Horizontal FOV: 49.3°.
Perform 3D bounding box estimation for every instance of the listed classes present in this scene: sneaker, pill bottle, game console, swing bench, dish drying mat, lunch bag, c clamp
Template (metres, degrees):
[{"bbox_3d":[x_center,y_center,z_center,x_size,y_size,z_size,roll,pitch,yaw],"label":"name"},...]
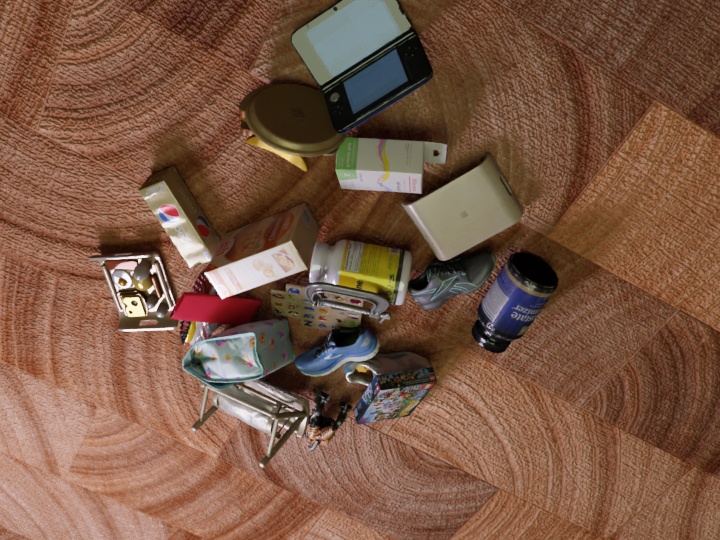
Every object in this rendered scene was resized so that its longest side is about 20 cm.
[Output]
[{"bbox_3d":[-0.062,0.168,1.739,0.199,0.079,0.089,-23,131,15],"label":"sneaker"},{"bbox_3d":[0.062,0.229,1.767,0.198,0.081,0.077,3,123,4],"label":"sneaker"},{"bbox_3d":[0.000,0.000,1.602,0.198,0.113,0.113,10,125,2],"label":"pill bottle"},{"bbox_3d":[-0.337,0.081,1.740,0.082,0.078,0.201,8,125,-30],"label":"sneaker"},{"bbox_3d":[0.185,0.014,1.602,0.199,0.076,0.079,-33,125,26],"label":"sneaker"},{"bbox_3d":[-0.001,-0.367,1.347,0.199,0.172,0.118,-29,142,17],"label":"game console"},{"bbox_3d":[-0.239,0.314,1.777,0.198,0.200,0.131,21,107,18],"label":"swing bench"},{"bbox_3d":[-0.310,0.082,1.690,0.199,0.018,0.077,8,123,-45],"label":"dish drying mat"},{"bbox_3d":[-0.269,0.184,1.722,0.198,0.170,0.123,-13,92,20],"label":"lunch bag"},{"bbox_3d":[0.309,0.070,1.607,0.111,0.112,0.201,22,124,-7],"label":"pill bottle"},{"bbox_3d":[-0.024,0.069,1.594,0.198,0.027,0.171,15,159,-12],"label":"c clamp"}]

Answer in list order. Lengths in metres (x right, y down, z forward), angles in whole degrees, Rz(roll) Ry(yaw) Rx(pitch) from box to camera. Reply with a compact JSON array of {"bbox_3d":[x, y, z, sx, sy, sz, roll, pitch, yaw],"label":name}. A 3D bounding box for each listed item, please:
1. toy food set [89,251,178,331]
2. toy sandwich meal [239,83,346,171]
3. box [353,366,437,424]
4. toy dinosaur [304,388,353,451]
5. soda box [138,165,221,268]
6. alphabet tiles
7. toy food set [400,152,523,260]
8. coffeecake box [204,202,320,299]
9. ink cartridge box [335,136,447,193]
[{"bbox_3d":[-0.497,0.048,1.727,0.142,0.061,0.201,-3,123,10],"label":"toy food set"},{"bbox_3d":[-0.124,-0.259,1.410,0.204,0.206,0.070,17,138,-4],"label":"toy sandwich meal"},{"bbox_3d":[0.074,0.281,1.752,0.135,0.038,0.200,-6,150,-20],"label":"box"},{"bbox_3d":[-0.081,0.364,1.839,0.102,0.137,0.199,32,166,-31],"label":"toy dinosaur"},{"bbox_3d":[-0.365,-0.108,1.608,0.064,0.068,0.201,-17,120,19],"label":"soda box"},{"bbox_3d":[-0.096,0.084,1.697,0.198,0.008,0.168,10,148,1],"label":"alphabet tiles"},{"bbox_3d":[0.199,-0.123,1.533,0.199,0.061,0.144,-29,115,15],"label":"toy food set"},{"bbox_3d":[-0.194,-0.040,1.578,0.199,0.154,0.073,-19,119,19],"label":"coffeecake box"},{"bbox_3d":[0.059,-0.193,1.458,0.198,0.068,0.117,4,169,6],"label":"ink cartridge box"}]
